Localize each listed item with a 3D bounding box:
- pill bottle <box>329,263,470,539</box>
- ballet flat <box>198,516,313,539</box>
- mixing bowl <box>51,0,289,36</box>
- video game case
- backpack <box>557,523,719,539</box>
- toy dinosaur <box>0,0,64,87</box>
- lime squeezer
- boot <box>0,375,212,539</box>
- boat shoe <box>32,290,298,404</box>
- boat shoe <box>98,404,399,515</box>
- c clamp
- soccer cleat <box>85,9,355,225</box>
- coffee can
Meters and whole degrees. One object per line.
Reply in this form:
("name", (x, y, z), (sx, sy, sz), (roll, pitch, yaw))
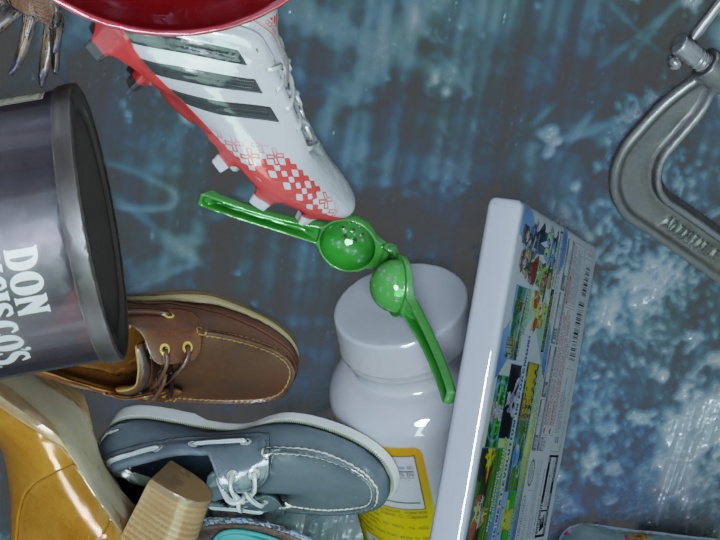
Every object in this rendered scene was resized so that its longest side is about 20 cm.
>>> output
("pill bottle", (0.041, 0.102, 0.933), (0.112, 0.113, 0.202), (-16, 123, -4))
("ballet flat", (-0.095, 0.182, 0.931), (0.198, 0.074, 0.075), (10, 120, 5))
("mixing bowl", (-0.093, -0.213, 0.696), (0.198, 0.108, 0.203), (-2, 100, -10))
("video game case", (0.092, 0.071, 0.861), (0.022, 0.182, 0.202), (9, 87, 23))
("backpack", (0.188, 0.275, 0.996), (0.174, 0.201, 0.154), (5, 129, 26))
("toy dinosaur", (-0.226, -0.122, 0.757), (0.199, 0.087, 0.135), (-29, 161, 23))
("lime squeezer", (0.000, 0.000, 0.853), (0.070, 0.200, 0.038), (-8, 132, -57))
("boot", (-0.192, 0.147, 0.873), (0.200, 0.071, 0.145), (31, 106, 12))
("boat shoe", (-0.130, 0.052, 0.886), (0.198, 0.068, 0.073), (14, 116, -21))
("boat shoe", (-0.075, 0.128, 0.897), (0.198, 0.062, 0.073), (5, 125, 20))
("c clamp", (0.247, -0.075, 0.928), (0.199, 0.027, 0.171), (36, 106, -29))
("soccer cleat", (-0.061, -0.102, 0.813), (0.085, 0.069, 0.200), (-42, 117, 15))
("coffee can", (-0.232, -0.008, 0.771), (0.198, 0.147, 0.148), (-10, 123, -3))
